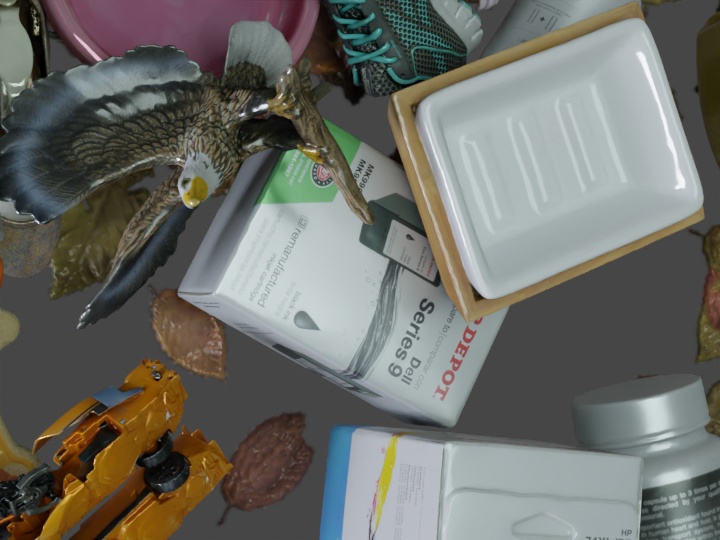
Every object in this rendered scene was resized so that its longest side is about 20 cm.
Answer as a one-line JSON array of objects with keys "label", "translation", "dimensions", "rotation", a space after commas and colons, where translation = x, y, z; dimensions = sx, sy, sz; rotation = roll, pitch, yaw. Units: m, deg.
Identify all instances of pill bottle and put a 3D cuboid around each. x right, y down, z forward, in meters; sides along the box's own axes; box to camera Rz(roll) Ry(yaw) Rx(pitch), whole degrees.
[{"label": "pill bottle", "translation": [0.217, 0.181, 1.636], "dimensions": [0.114, 0.114, 0.201], "rotation": [-14, 94, -22]}]

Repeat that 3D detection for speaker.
[{"label": "speaker", "translation": [0.116, -0.128, 1.619], "dimensions": [0.081, 0.081, 0.200], "rotation": [36, 76, -17]}]

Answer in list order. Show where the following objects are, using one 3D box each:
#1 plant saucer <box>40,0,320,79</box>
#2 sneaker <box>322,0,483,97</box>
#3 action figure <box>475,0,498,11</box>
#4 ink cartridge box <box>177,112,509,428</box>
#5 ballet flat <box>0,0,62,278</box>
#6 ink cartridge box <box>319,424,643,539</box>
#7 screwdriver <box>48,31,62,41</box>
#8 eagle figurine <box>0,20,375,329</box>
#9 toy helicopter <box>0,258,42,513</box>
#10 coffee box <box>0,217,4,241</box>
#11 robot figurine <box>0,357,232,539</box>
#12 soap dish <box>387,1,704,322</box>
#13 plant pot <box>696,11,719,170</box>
[{"label": "plant saucer", "translation": [-0.125, -0.197, 1.520], "dimensions": [0.200, 0.051, 0.201], "rotation": [7, 72, -22]}, {"label": "sneaker", "translation": [0.016, -0.164, 1.538], "dimensions": [0.200, 0.077, 0.092], "rotation": [35, 63, -48]}, {"label": "action figure", "translation": [0.102, -0.281, 1.577], "dimensions": [0.134, 0.149, 0.200], "rotation": [49, 45, 2]}, {"label": "ink cartridge box", "translation": [0.000, 0.000, 1.567], "dimensions": [0.200, 0.084, 0.146], "rotation": [29, 79, -19]}, {"label": "ballet flat", "translation": [-0.227, -0.094, 1.483], "dimensions": [0.068, 0.067, 0.201], "rotation": [-7, 94, -16]}, {"label": "ink cartridge box", "translation": [0.075, 0.184, 1.532], "dimensions": [0.146, 0.200, 0.147], "rotation": [6, 87, -21]}, {"label": "screwdriver", "translation": [-0.155, -0.144, 1.544], "dimensions": [0.199, 0.028, 0.029], "rotation": [5, 116, -16]}, {"label": "eagle figurine", "translation": [-0.115, -0.067, 1.432], "dimensions": [0.199, 0.151, 0.152], "rotation": [-20, 84, 14]}, {"label": "toy helicopter", "translation": [-0.268, 0.077, 1.466], "dimensions": [0.132, 0.079, 0.200], "rotation": [-37, 115, -25]}, {"label": "coffee box", "translation": [-0.299, -0.103, 1.390], "dimensions": [0.080, 0.114, 0.200], "rotation": [-28, 73, -16]}, {"label": "robot figurine", "translation": [-0.182, 0.157, 1.491], "dimensions": [0.200, 0.058, 0.145], "rotation": [-41, 131, -18]}, {"label": "soap dish", "translation": [0.121, -0.074, 1.531], "dimensions": [0.200, 0.081, 0.158], "rotation": [-23, 98, -24]}, {"label": "plant pot", "translation": [0.360, -0.136, 1.666], "dimensions": [0.195, 0.194, 0.200], "rotation": [-35, 93, -19]}]
